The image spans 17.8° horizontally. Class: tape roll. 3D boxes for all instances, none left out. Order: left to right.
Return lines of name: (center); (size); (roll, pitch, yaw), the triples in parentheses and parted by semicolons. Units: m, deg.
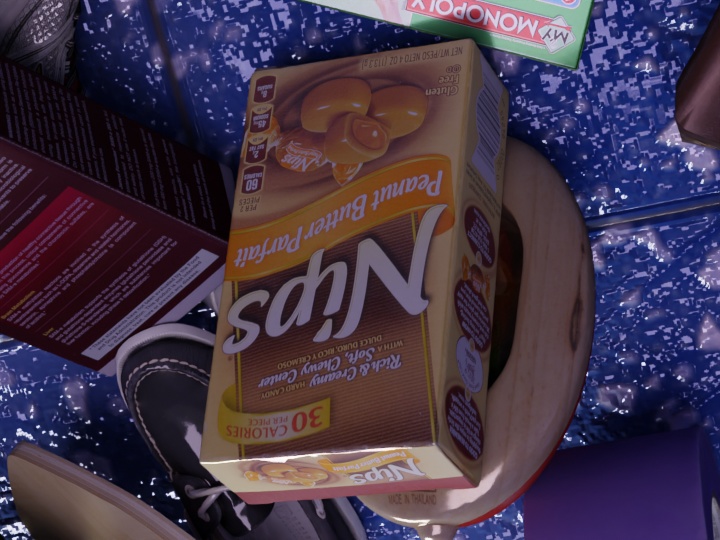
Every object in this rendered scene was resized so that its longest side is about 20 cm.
tape roll: (0.138, 0.179, 1.090); (0.084, 0.200, 0.201); (-11, 110, 12)

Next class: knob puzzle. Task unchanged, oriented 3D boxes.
knob puzzle: (-0.097, 0.150, 1.150); (0.219, 0.031, 0.220); (32, 154, 17)

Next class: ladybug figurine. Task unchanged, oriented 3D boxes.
ladybug figurine: (0.049, 0.035, 1.071); (0.135, 0.202, 0.072); (-1, 154, 28)

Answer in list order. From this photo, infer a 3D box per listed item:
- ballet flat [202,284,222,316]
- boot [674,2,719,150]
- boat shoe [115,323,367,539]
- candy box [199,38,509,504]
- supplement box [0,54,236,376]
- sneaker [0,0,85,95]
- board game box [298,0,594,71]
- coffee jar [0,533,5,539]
ballet flat: (-0.017, 0.036, 1.127); (0.200, 0.070, 0.069); (41, 112, -9)
boot: (0.171, -0.133, 0.992); (0.185, 0.064, 0.201); (6, 122, -41)
boat shoe: (-0.056, 0.110, 1.135); (0.073, 0.061, 0.201); (-20, 126, 14)
candy box: (0.000, 0.000, 1.036); (0.115, 0.202, 0.055); (-7, 150, 24)
supplement box: (-0.159, -0.031, 1.051); (0.109, 0.061, 0.199); (-38, 137, 27)
sneaker: (-0.158, -0.096, 1.096); (0.082, 0.078, 0.200); (28, 121, -12)
board game box: (0.020, -0.181, 1.054); (0.198, 0.029, 0.136); (14, 113, 2)
coffee jar: (-0.209, 0.168, 1.142); (0.085, 0.200, 0.105); (-7, 116, -26)
